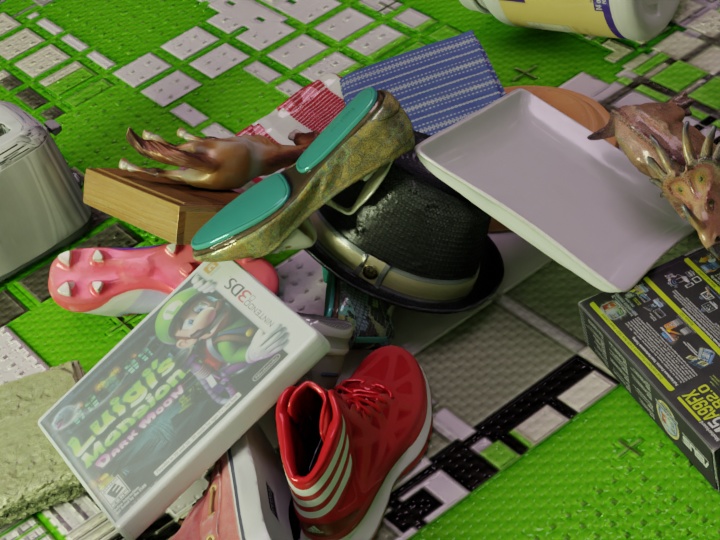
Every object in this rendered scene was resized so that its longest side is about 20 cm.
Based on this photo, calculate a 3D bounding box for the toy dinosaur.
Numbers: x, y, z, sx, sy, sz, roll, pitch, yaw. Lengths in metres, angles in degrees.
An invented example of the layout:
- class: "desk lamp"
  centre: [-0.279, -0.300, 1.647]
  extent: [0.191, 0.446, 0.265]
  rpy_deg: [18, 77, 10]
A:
- class: "toy dinosaur"
  centre: [0.244, -0.092, 1.363]
  extent: [0.135, 0.086, 0.200]
  rpy_deg: [-1, 28, -47]

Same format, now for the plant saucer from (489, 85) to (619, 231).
- class: "plant saucer"
  centre: [0.131, -0.109, 1.561]
  extent: [0.199, 0.032, 0.201]
  rpy_deg: [-10, 37, 8]

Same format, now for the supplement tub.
- class: "supplement tub"
  centre: [0.202, -0.304, 1.690]
  extent: [0.199, 0.146, 0.145]
  rpy_deg: [12, 45, 32]

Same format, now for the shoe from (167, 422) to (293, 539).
- class: "shoe"
  centre: [-0.101, 0.177, 1.249]
  extent: [0.091, 0.072, 0.200]
  rpy_deg: [-30, 25, 6]

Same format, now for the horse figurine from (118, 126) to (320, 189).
- class: "horse figurine"
  centre: [-0.127, -0.103, 1.552]
  extent: [0.132, 0.050, 0.200]
  rpy_deg: [12, 12, 27]

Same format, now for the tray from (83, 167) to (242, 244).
- class: "tray"
  centre: [-0.159, -0.058, 1.527]
  extent: [0.098, 0.037, 0.200]
  rpy_deg: [0, 13, -32]

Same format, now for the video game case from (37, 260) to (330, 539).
- class: "video game case"
  centre: [-0.137, 0.086, 1.299]
  extent: [0.200, 0.023, 0.182]
  rpy_deg: [-44, 35, -6]

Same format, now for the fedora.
- class: "fedora"
  centre: [0.037, -0.057, 1.413]
  extent: [0.200, 0.092, 0.201]
  rpy_deg: [17, 35, -13]

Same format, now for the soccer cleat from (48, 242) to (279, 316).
- class: "soccer cleat"
  centre: [-0.169, 0.010, 1.499]
  extent: [0.199, 0.076, 0.067]
  rpy_deg: [-1, 76, -1]

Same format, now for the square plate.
- class: "square plate"
  centre: [0.163, -0.063, 1.398]
  extent: [0.200, 0.029, 0.198]
  rpy_deg: [36, 33, 15]

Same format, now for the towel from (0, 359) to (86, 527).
- class: "towel"
  centre: [-0.294, 0.151, 1.383]
  extent: [0.199, 0.037, 0.148]
  rpy_deg: [-22, 38, -10]

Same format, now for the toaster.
- class: "toaster"
  centre: [-0.354, -0.065, 1.603]
  extent: [0.200, 0.130, 0.114]
  rpy_deg: [-31, 39, -19]

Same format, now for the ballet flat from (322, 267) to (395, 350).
- class: "ballet flat"
  centre: [0.000, 0.000, 1.456]
  extent: [0.074, 0.074, 0.200]
  rpy_deg: [-10, 39, 7]

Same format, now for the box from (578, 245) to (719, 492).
- class: "box"
  centre: [0.278, 0.058, 1.284]
  extent: [0.160, 0.044, 0.200]
  rpy_deg: [-25, 37, -10]

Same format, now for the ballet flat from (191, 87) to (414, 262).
- class: "ballet flat"
  centre: [-0.040, -0.057, 1.345]
  extent: [0.200, 0.071, 0.071]
  rpy_deg: [-40, 37, 7]

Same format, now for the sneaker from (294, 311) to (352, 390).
- class: "sneaker"
  centre: [-0.090, 0.068, 1.382]
  extent: [0.075, 0.082, 0.200]
  rpy_deg: [11, -2, -38]

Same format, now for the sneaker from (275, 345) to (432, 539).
- class: "sneaker"
  centre: [-0.002, 0.102, 1.271]
  extent: [0.078, 0.116, 0.200]
  rpy_deg: [-1, 41, 18]

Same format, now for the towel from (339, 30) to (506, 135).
- class: "towel"
  centre: [0.062, -0.148, 1.599]
  extent: [0.144, 0.024, 0.200]
  rpy_deg: [-18, 35, 2]

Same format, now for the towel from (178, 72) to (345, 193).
- class: "towel"
  centre: [-0.062, -0.112, 1.633]
  extent: [0.200, 0.023, 0.144]
  rpy_deg: [-35, 41, -18]
